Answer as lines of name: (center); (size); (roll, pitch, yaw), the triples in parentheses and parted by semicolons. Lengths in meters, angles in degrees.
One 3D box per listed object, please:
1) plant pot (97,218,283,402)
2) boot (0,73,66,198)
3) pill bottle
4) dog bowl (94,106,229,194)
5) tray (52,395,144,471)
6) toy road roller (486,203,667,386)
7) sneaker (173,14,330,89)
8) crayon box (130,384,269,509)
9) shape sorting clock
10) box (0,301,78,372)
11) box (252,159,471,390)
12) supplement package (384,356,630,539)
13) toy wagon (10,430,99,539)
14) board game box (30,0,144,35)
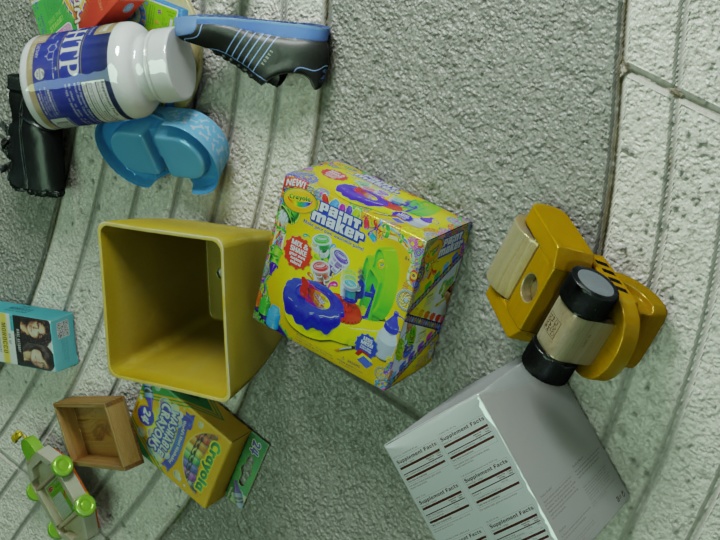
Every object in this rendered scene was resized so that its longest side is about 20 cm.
plant pot: (-0.196, 0.029, 1.544); (0.197, 0.176, 0.203); (8, 108, 31)
boot: (-0.432, -0.184, 1.700); (0.196, 0.073, 0.165); (15, 109, 36)
pill bottle: (-0.313, -0.247, 1.520); (0.197, 0.120, 0.122); (-5, 101, 17)
dog bowl: (-0.255, -0.163, 1.584); (0.197, 0.050, 0.112); (9, 137, 31)
tray: (-0.384, 0.235, 1.769); (0.199, 0.037, 0.100); (-8, 100, 56)
toy road roller: (0.238, 0.034, 1.319); (0.124, 0.144, 0.201); (-63, 32, 29)
sneaker: (-0.133, -0.265, 1.464); (0.197, 0.070, 0.079); (8, 104, 12)
crayon box: (-0.233, 0.239, 1.702); (0.199, 0.051, 0.127); (35, 119, 20)
shape sorting clock: (-0.281, -0.294, 1.591); (0.197, 0.039, 0.203); (10, 109, 29)
box: (-0.521, 0.098, 1.848); (0.197, 0.049, 0.084); (6, 107, 32)
box: (0.000, 0.000, 1.444); (0.198, 0.122, 0.195); (26, 115, 24)
supplement package: (0.166, 0.225, 1.355); (0.146, 0.190, 0.202); (-32, 85, 34)
toy wagon: (-0.471, 0.329, 1.868); (0.202, 0.039, 0.155); (59, 141, 6)
board game box: (-0.365, -0.372, 1.586); (0.199, 0.040, 0.155); (-30, 75, 46)
